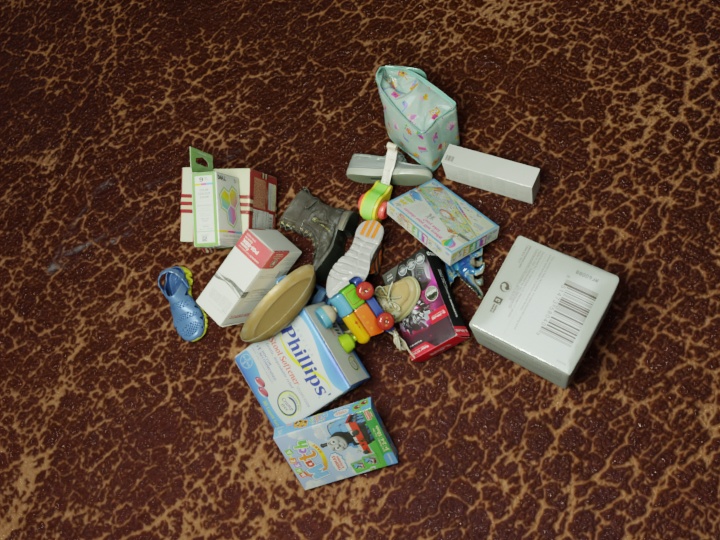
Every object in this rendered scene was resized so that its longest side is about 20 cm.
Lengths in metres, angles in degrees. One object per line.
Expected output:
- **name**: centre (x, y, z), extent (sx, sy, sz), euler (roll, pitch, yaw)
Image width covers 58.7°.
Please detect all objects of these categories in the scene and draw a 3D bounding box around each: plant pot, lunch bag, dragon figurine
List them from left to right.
- **plant pot**: centre (-0.157, 0.070, 1.266), extent (0.200, 0.200, 0.027), euler (-45, 108, -2)
- **lunch bag**: centre (0.117, -0.341, 1.402), extent (0.122, 0.170, 0.200), euler (-40, 64, -6)
- **dragon figurine**: centre (0.200, -0.004, 1.302), extent (0.099, 0.059, 0.200), euler (-2, 48, 7)

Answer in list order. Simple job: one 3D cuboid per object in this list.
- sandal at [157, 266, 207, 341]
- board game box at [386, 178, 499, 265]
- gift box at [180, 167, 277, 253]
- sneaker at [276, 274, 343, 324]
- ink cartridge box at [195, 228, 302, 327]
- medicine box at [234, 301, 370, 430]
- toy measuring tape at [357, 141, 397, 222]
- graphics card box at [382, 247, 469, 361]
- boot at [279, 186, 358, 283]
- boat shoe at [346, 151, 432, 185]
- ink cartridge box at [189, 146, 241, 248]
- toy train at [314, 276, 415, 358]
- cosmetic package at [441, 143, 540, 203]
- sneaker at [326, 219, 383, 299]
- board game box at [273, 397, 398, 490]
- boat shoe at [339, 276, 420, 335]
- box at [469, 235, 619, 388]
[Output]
- **sandal**: centre (-0.414, 0.072, 1.465), extent (0.079, 0.087, 0.200), euler (-29, 68, 3)
- **board game box**: centre (0.168, -0.106, 1.332), extent (0.134, 0.034, 0.200), euler (-28, 52, -25)
- **gift box**: centre (-0.300, -0.133, 1.453), extent (0.186, 0.200, 0.185), euler (2, 86, 13)
- **sneaker**: centre (-0.103, 0.061, 1.355), extent (0.200, 0.082, 0.074), euler (17, 74, 40)
- **ink cartridge box**: centre (-0.236, 0.013, 1.368), extent (0.083, 0.147, 0.200), euler (41, 103, 13)
- **medicine box**: centre (-0.117, 0.193, 1.280), extent (0.200, 0.103, 0.182), euler (-37, 78, 22)
- **toy measuring tape**: centre (0.038, -0.173, 1.379), extent (0.073, 0.074, 0.200), euler (25, 119, 22)
- **graphics card box**: centre (0.129, 0.069, 1.300), extent (0.125, 0.051, 0.200), euler (-35, 62, 36)
- **boot**: centre (-0.113, -0.081, 1.447), extent (0.174, 0.069, 0.200), euler (21, 75, 27)
- **boat shoe**: centre (0.065, -0.235, 1.436), extent (0.200, 0.070, 0.072), euler (6, 78, 21)
- **ink cartridge box**: centre (-0.292, -0.146, 1.300), extent (0.059, 0.104, 0.201), euler (-4, 89, 14)
- **toy train**: centre (0.009, 0.121, 1.228), extent (0.116, 0.085, 0.200), euler (-35, 97, -10)
- **cosmetic package**: centre (0.277, -0.206, 1.359), extent (0.200, 0.083, 0.051), euler (21, 76, 21)
- **sneaker**: centre (0.000, 0.000, 1.349), extent (0.077, 0.112, 0.200), euler (24, 67, 20)
- **board game box**: centre (-0.046, 0.338, 1.241), extent (0.200, 0.152, 0.037), euler (-19, 28, 10)
- **boat shoe**: centre (0.038, 0.081, 1.304), extent (0.200, 0.063, 0.073), euler (-42, 58, 27)
- **box**: centre (0.341, 0.080, 1.195), extent (0.200, 0.171, 0.199), euler (27, 81, 23)
